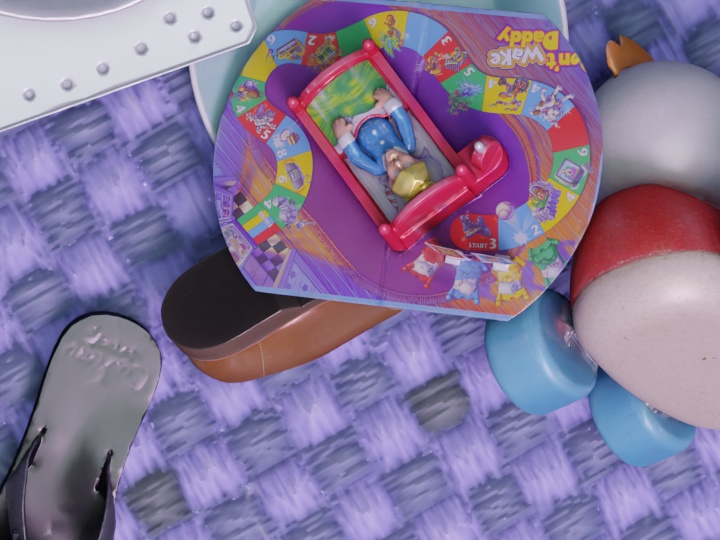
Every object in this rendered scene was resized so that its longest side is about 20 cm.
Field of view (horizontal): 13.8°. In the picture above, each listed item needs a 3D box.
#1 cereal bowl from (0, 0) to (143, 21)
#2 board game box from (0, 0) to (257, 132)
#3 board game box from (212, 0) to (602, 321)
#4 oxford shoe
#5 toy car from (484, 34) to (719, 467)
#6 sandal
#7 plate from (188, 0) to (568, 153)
[{"bbox_3d":[-0.150,-0.225,1.424,0.200,0.083,0.200,-3,107,-9],"label":"cereal bowl"},{"bbox_3d":[-0.177,-0.177,1.489,0.200,0.026,0.200,-20,93,-3],"label":"board game box"},{"bbox_3d":[0.019,-0.063,1.466,0.200,0.039,0.158,7,78,15],"label":"board game box"},{"bbox_3d":[0.000,0.000,1.520,0.200,0.071,0.071,-23,55,7],"label":"oxford shoe"},{"bbox_3d":[0.171,-0.032,1.524,0.177,0.184,0.200,28,47,-44],"label":"toy car"},{"bbox_3d":[-0.154,0.119,1.530,0.076,0.043,0.200,11,94,-10],"label":"sandal"},{"bbox_3d":[0.008,-0.117,1.538,0.200,0.026,0.200,-1,97,-8],"label":"plate"}]
